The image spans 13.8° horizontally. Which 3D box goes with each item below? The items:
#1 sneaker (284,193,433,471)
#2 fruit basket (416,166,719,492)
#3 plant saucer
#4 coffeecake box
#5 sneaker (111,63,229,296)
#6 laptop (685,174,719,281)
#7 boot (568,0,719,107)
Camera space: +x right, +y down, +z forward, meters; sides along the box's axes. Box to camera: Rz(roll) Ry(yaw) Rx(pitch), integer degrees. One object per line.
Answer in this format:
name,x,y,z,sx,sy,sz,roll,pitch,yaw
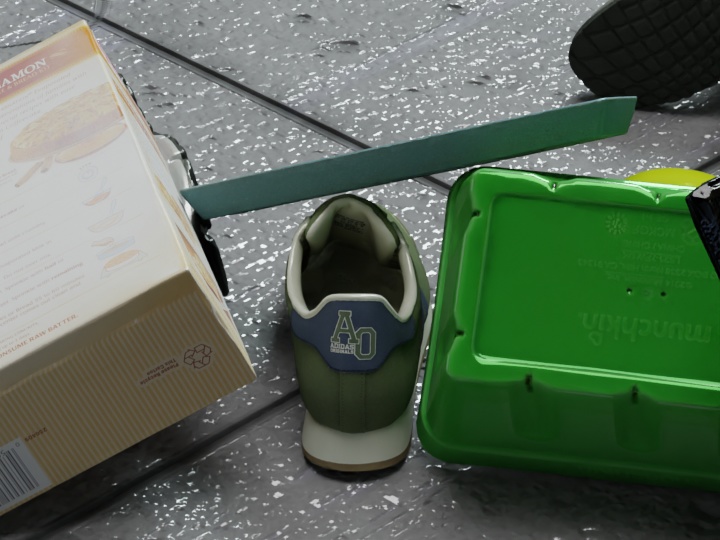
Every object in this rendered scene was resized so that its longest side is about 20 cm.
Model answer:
sneaker,0.000,0.000,1.352,0.067,0.090,0.200,-1,31,0
fruit basket,0.132,0.020,1.313,0.215,0.156,0.216,8,-11,2
plant saucer,0.022,-0.049,1.328,0.199,0.019,0.070,-10,1,18
coffeecake box,-0.150,0.001,1.301,0.153,0.073,0.200,-28,40,2
sneaker,-0.128,-0.029,1.429,0.090,0.078,0.200,-24,34,-14
laptop,0.217,0.013,1.210,0.200,0.178,0.103,-28,7,-26
boot,0.203,-0.171,1.595,0.200,0.068,0.131,-33,19,20
